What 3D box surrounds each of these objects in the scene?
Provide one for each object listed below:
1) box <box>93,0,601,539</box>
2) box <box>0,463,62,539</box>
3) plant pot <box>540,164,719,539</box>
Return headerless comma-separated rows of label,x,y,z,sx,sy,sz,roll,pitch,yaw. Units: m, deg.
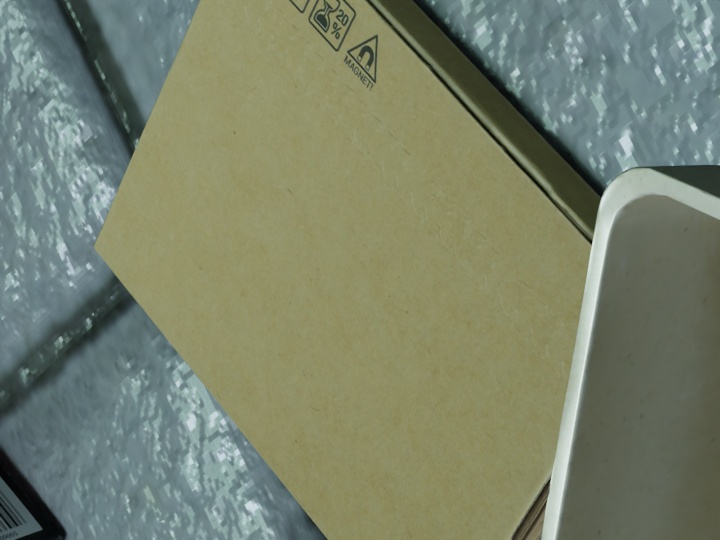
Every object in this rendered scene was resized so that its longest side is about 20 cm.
box,0.000,0.000,0.821,0.200,0.021,0.164,49,131,26
box,-0.232,0.149,1.010,0.124,0.148,0.201,46,129,25
plant pot,0.166,0.088,0.558,0.199,0.176,0.201,26,118,38
